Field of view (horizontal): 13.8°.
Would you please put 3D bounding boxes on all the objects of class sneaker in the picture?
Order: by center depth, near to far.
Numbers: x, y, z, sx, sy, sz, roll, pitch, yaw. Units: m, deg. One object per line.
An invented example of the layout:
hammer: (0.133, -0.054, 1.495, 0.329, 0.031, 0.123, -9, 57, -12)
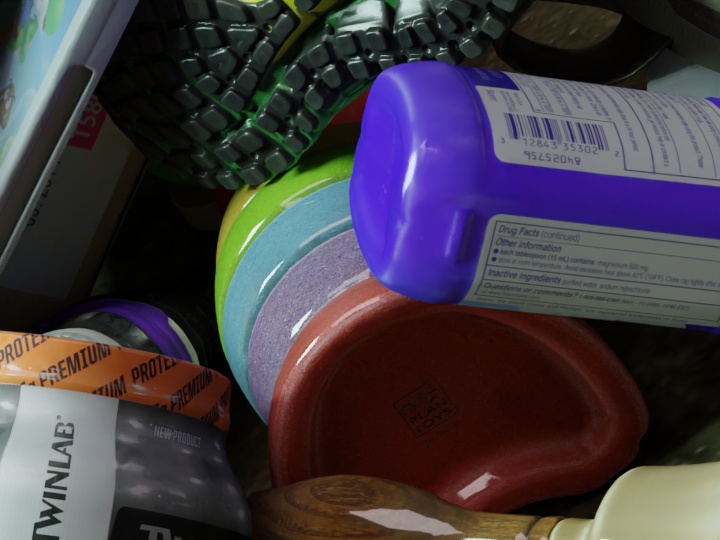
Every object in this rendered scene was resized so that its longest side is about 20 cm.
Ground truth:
sneaker: (-0.012, -0.089, 0.969, 0.200, 0.078, 0.085, -19, 25, 38)
sneaker: (-0.121, 0.057, 1.083, 0.200, 0.070, 0.099, -22, 9, 39)

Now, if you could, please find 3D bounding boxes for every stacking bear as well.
stacking bear: (0.000, 0.000, 1.017, 0.121, 0.114, 0.200, -32, 34, 5)

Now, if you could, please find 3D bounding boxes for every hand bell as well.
hand bell: (0.050, 0.081, 0.875, 0.200, 0.104, 0.104, 5, 53, 32)

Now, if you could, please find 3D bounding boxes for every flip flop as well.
flip flop: (0.074, -0.087, 0.968, 0.058, 0.081, 0.200, -52, 43, -7)

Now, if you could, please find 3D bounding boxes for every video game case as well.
video game case: (-0.127, -0.076, 1.018, 0.200, 0.017, 0.143, -60, 34, 30)

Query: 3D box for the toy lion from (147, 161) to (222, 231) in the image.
toy lion: (-0.031, -0.127, 1.210, 0.200, 0.069, 0.192, -39, 31, -4)

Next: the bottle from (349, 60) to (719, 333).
bottle: (0.100, -0.018, 0.907, 0.199, 0.065, 0.084, 6, 24, -15)

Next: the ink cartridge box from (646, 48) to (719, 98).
ink cartridge box: (0.163, -0.096, 1.018, 0.116, 0.068, 0.200, -18, 42, 22)

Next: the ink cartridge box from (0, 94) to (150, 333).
ink cartridge box: (-0.126, -0.100, 1.120, 0.200, 0.075, 0.165, -64, 30, 23)

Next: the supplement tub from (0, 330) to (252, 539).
supplement tub: (-0.099, 0.124, 0.890, 0.122, 0.122, 0.201, 1, 79, 37)
